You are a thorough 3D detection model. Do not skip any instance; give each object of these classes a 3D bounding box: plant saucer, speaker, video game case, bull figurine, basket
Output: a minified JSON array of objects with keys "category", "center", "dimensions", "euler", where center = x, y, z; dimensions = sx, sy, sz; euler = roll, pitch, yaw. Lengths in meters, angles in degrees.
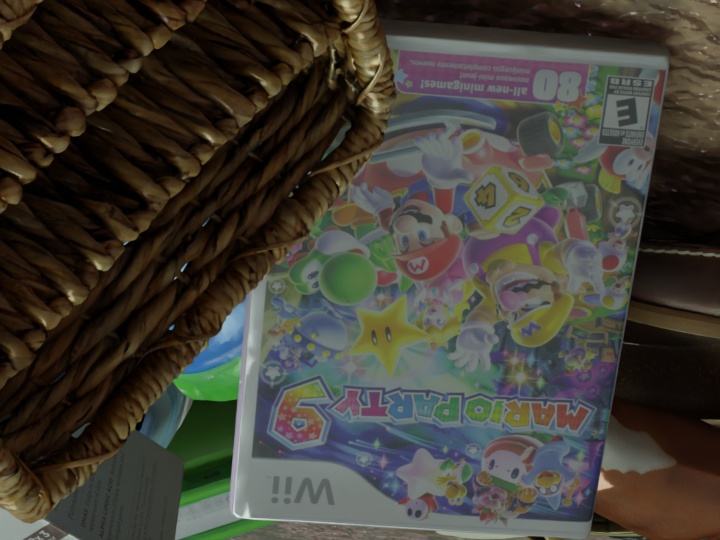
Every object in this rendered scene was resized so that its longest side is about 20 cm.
[{"category":"plant saucer","center":[0.113,0.018,0.923],"dimensions":[0.200,0.037,0.200],"euler":[13,159,5]},{"category":"speaker","center":[-0.076,0.105,1.101],"dimensions":[0.200,0.089,0.088],"euler":[-17,161,-6]},{"category":"video game case","center":[0.029,0.007,0.738],"dimensions":[0.143,0.200,0.018],"euler":[4,-156,-6]},{"category":"bull figurine","center":[0.129,0.095,0.973],"dimensions":[0.200,0.065,0.121],"euler":[23,163,-15]},{"category":"basket","center":[-0.085,-0.052,0.592],"dimensions":[0.149,0.200,0.143],"euler":[41,157,5]}]

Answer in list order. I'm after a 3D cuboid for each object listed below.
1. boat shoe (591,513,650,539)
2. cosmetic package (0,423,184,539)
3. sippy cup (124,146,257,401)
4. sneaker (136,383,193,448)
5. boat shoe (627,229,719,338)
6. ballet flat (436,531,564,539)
[{"category":"boat shoe","center":[0.172,0.128,1.124],"dimensions":[0.200,0.072,0.066],"euler":[1,151,24]},{"category":"cosmetic package","center":[-0.189,0.090,0.887],"dimensions":[0.200,0.081,0.113],"euler":[34,128,-29]},{"category":"sippy cup","center":[-0.071,-0.038,0.788],"dimensions":[0.130,0.178,0.140],"euler":[40,-173,-29]},{"category":"sneaker","center":[-0.109,0.023,0.930],"dimensions":[0.074,0.082,0.200],"euler":[7,128,9]},{"category":"boat shoe","center":[0.190,-0.002,0.776],"dimensions":[0.200,0.070,0.070],"euler":[7,-168,12]},{"category":"ballet flat","center":[0.039,0.126,1.226],"dimensions":[0.200,0.063,0.069],"euler":[14,160,3]}]
